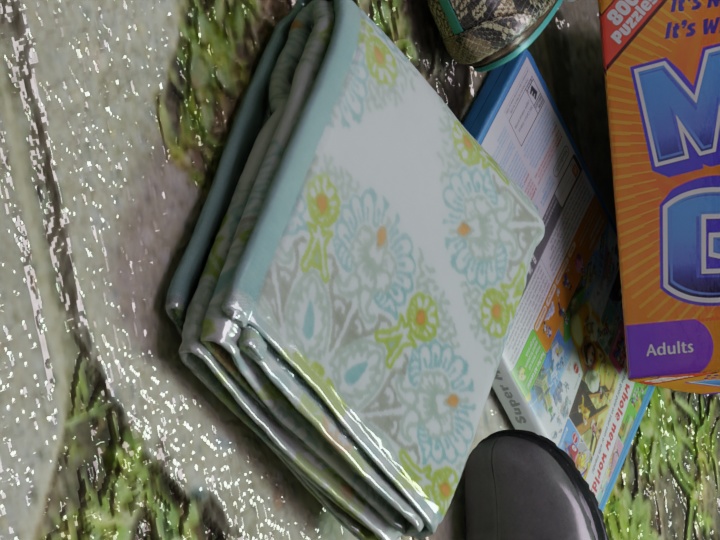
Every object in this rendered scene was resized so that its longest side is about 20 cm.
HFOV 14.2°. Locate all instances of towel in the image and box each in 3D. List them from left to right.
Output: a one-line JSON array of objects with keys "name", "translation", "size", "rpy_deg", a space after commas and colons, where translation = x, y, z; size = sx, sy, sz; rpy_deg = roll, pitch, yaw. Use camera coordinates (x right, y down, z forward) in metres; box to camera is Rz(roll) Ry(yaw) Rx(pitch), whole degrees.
[{"name": "towel", "translation": [0.000, 0.000, 1.268], "size": [0.171, 0.048, 0.200], "rpy_deg": [48, 48, -35]}]

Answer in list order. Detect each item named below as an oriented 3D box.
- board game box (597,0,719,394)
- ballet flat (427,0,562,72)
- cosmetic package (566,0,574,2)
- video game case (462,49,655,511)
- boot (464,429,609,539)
[{"name": "board game box", "translation": [0.247, -0.045, 1.488], "size": [0.200, 0.199, 0.201], "rpy_deg": [13, 72, -71]}, {"name": "ballet flat", "translation": [0.091, -0.169, 1.441], "size": [0.200, 0.068, 0.075], "rpy_deg": [-42, 106, -49]}, {"name": "cosmetic package", "translation": [0.139, -0.262, 1.335], "size": [0.165, 0.200, 0.165], "rpy_deg": [43, 39, -35]}, {"name": "video game case", "translation": [0.094, 0.010, 1.447], "size": [0.200, 0.018, 0.143], "rpy_deg": [61, 38, -30]}, {"name": "boot", "translation": [0.058, 0.176, 1.317], "size": [0.132, 0.070, 0.200], "rpy_deg": [-5, 84, -52]}]
